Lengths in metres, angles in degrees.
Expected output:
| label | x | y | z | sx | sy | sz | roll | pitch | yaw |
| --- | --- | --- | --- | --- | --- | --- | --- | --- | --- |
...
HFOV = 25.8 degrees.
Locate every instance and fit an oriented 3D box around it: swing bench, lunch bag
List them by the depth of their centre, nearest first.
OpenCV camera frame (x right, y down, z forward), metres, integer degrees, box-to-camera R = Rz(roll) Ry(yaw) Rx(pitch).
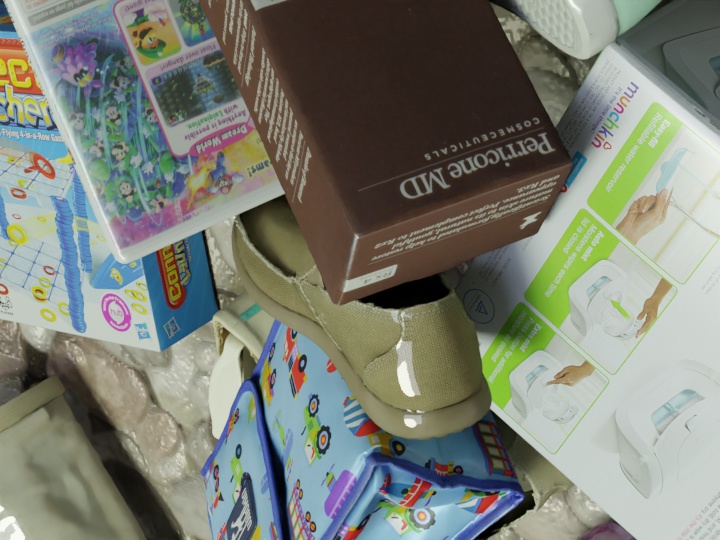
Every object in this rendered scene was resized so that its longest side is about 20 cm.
| label | x | y | z | sx | sy | sz | roll | pitch | yaw |
| --- | --- | --- | --- | --- | --- | --- | --- | --- | --- |
| lunch bag | -0.023 | 0.116 | 0.832 | 0.200 | 0.094 | 0.151 | -54 | 36 | 30 |
| swing bench | -0.245 | 0.208 | 1.095 | 0.200 | 0.130 | 0.200 | -30 | 91 | 51 |

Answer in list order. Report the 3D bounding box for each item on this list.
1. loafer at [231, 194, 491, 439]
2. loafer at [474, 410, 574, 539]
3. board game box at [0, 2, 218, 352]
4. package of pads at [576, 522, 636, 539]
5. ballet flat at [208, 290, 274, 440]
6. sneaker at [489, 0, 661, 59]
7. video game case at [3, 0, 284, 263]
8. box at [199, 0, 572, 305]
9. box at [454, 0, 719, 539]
| label | x | y | z | sx | sy | sz | roll | pitch | yaw |
| --- | --- | --- | --- | --- | --- | --- | --- | --- | --- |
| loafer | 0.000 | 0.000 | 0.735 | 0.200 | 0.076 | 0.068 | 42 | 139 | 47 |
| loafer | 0.049 | 0.117 | 0.865 | 0.076 | 0.068 | 0.200 | 53 | 134 | 2 |
| board game box | -0.195 | -0.062 | 0.970 | 0.199 | 0.056 | 0.197 | 8 | 118 | 35 |
| package of pads | 0.119 | 0.240 | 0.871 | 0.120 | 0.076 | 0.200 | 42 | 133 | 11 |
| ballet flat | -0.066 | 0.100 | 0.950 | 0.069 | 0.069 | 0.201 | 21 | 125 | 28 |
| sneaker | 0.093 | -0.170 | 0.682 | 0.201 | 0.118 | 0.074 | 51 | 171 | 47 |
| video game case | -0.060 | -0.126 | 0.746 | 0.183 | 0.199 | 0.024 | 68 | 166 | -13 |
| box | -0.002 | -0.098 | 0.670 | 0.075 | 0.100 | 0.201 | 110 | 137 | -66 |
| box | 0.150 | 0.011 | 0.707 | 0.176 | 0.097 | 0.200 | 40 | 132 | 14 |
